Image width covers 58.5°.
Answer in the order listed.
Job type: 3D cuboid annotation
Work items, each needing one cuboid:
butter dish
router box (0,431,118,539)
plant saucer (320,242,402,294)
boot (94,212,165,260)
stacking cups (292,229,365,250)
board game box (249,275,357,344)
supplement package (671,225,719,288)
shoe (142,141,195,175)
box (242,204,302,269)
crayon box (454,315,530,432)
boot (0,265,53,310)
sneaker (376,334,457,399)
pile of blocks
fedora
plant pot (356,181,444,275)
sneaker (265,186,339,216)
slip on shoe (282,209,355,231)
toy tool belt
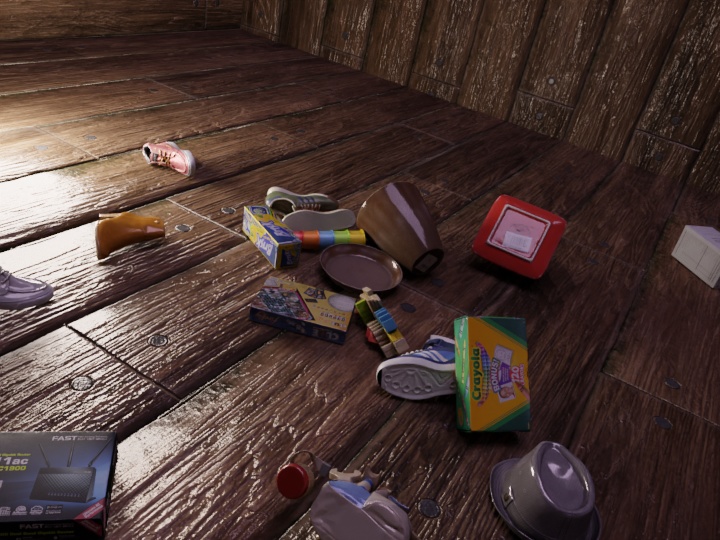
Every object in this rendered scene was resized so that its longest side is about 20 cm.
[{"bbox_3d":[0.421,-0.069,1.730,0.199,0.148,0.200,25,71,18],"label":"butter dish"},{"bbox_3d":[-0.424,0.281,0.827,0.199,0.062,0.150,4,29,-16],"label":"router box"},{"bbox_3d":[0.000,0.000,1.526,0.199,0.032,0.200,10,33,-7],"label":"plant saucer"},{"bbox_3d":[-0.507,-0.082,1.423,0.143,0.071,0.201,0,26,-17],"label":"boot"},{"bbox_3d":[-0.089,-0.074,1.602,0.199,0.061,0.061,0,31,-20],"label":"stacking cups"},{"bbox_3d":[-0.117,0.080,1.340,0.199,0.035,0.136,15,29,3],"label":"board game box"},{"bbox_3d":[1.081,-0.041,1.974,0.109,0.114,0.200,2,32,-17],"label":"supplement package"},{"bbox_3d":[-0.547,-0.317,1.831,0.091,0.072,0.200,-12,32,-35],"label":"shoe"},{"bbox_3d":[-0.216,-0.084,1.551,0.064,0.070,0.200,-10,36,-32],"label":"box"},{"bbox_3d":[0.234,0.185,1.149,0.118,0.201,0.058,4,-12,-16],"label":"crayon box"},{"bbox_3d":[-0.666,0.014,1.162,0.199,0.096,0.074,-2,32,-25],"label":"boot"},{"bbox_3d":[0.120,0.178,1.237,0.199,0.081,0.147,2,19,-8],"label":"sneaker"},{"bbox_3d":[0.028,0.105,1.310,0.062,0.082,0.200,-27,37,-9],"label":"pile of blocks"},{"bbox_3d":[0.297,0.337,1.000,0.176,0.091,0.200,15,29,2],"label":"fedora"},{"bbox_3d":[0.118,-0.088,1.618,0.186,0.187,0.200,-8,49,-34],"label":"plant pot"},{"bbox_3d":[-0.161,-0.167,1.736,0.199,0.067,0.090,11,36,-4],"label":"sneaker"},{"bbox_3d":[-0.112,-0.124,1.684,0.199,0.074,0.061,-9,1,-25],"label":"slip on shoe"},{"bbox_3d":[-0.013,0.329,0.887,0.200,0.125,0.123,29,1,20],"label":"toy tool belt"}]
